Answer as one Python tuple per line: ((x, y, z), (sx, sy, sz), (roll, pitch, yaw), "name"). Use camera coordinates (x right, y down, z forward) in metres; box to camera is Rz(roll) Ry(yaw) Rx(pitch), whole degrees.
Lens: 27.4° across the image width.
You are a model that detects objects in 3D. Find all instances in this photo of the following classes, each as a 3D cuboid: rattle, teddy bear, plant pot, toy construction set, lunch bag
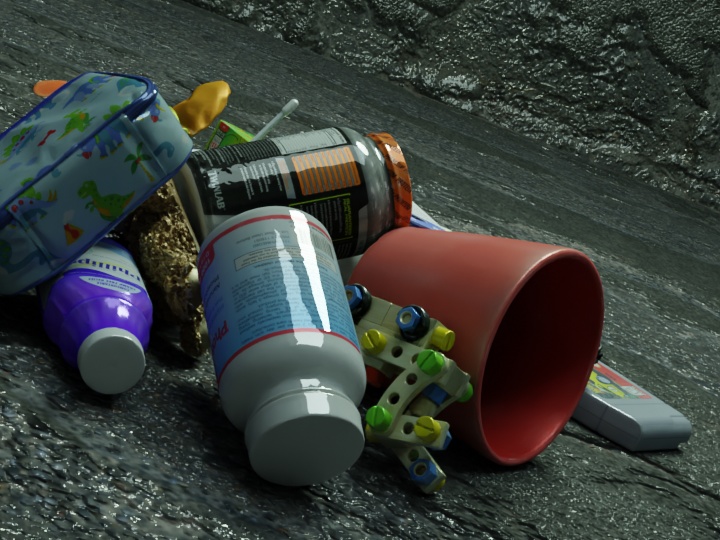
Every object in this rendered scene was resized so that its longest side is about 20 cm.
((-0.253, -0.202, 1.682), (0.200, 0.143, 0.130), (39, 5, -30), "rattle")
((-0.168, -0.015, 1.238), (0.145, 0.067, 0.200), (78, -12, -66), "teddy bear")
((0.091, 0.053, 1.314), (0.177, 0.201, 0.200), (20, 9, 35), "plant pot")
((0.004, 0.083, 1.192), (0.200, 0.131, 0.092), (23, -11, 22), "toy construction set")
((-0.245, -0.074, 1.167), (0.161, 0.200, 0.082), (21, -31, 57), "lunch bag")

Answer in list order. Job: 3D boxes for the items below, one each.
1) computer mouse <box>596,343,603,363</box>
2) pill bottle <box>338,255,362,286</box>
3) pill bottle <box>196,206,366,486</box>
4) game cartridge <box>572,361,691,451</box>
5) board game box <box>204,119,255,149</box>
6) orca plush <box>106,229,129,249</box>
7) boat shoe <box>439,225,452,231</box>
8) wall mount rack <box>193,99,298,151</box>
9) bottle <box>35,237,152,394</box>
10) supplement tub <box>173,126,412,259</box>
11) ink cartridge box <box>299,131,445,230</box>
((0.144, 0.075, 1.537), (0.110, 0.044, 0.200), (-37, 46, -27), "computer mouse")
((0.000, 0.000, 1.484), (0.200, 0.111, 0.111), (15, 16, -33), "pill bottle")
((-0.057, 0.055, 1.096), (0.109, 0.109, 0.200), (16, 39, -29), "pill bottle")
((0.241, 0.127, 1.567), (0.200, 0.041, 0.133), (34, 21, 35), "game cartridge")
((-0.091, -0.103, 1.693), (0.102, 0.048, 0.200), (25, 9, -38), "board game box")
((-0.237, -0.041, 1.331), (0.105, 0.071, 0.200), (23, 14, -1), "orca plush")
((0.035, -0.023, 1.705), (0.199, 0.075, 0.066), (20, 27, 4), "boat shoe")
((-0.118, -0.126, 1.596), (0.174, 0.075, 0.200), (-10, 29, -30), "wall mount rack")
((-0.203, 0.031, 1.132), (0.083, 0.065, 0.200), (13, 17, -21), "bottle")
((-0.062, -0.063, 1.345), (0.200, 0.123, 0.123), (-11, 26, -18), "supplement tub")
((0.010, -0.079, 1.604), (0.119, 0.042, 0.200), (24, 12, -37), "ink cartridge box")
